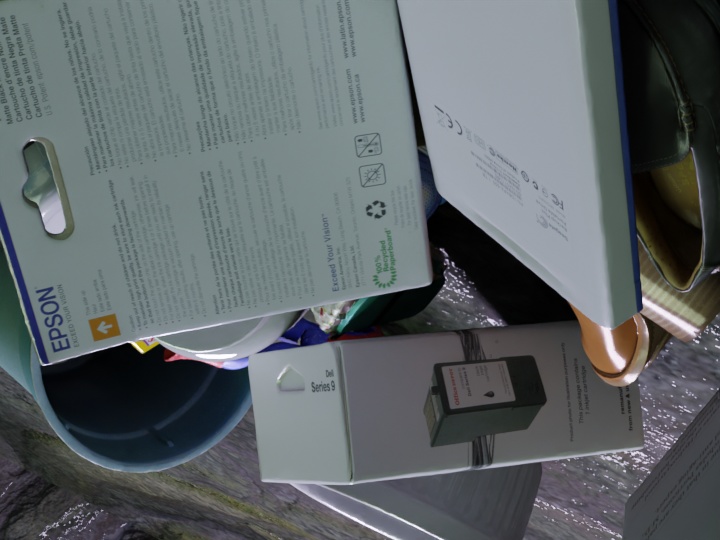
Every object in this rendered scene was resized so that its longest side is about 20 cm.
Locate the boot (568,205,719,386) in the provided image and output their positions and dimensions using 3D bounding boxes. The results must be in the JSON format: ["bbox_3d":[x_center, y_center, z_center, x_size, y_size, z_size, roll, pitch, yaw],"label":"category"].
[{"bbox_3d":[0.106,-0.015,0.847,0.155,0.077,0.200,38,176,5],"label":"boot"}]

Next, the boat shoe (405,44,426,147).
[{"bbox_3d":[-0.042,-0.126,0.798,0.200,0.075,0.068,27,-170,-13],"label":"boat shoe"}]

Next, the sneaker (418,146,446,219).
[{"bbox_3d":[-0.043,-0.081,0.866,0.200,0.089,0.079,31,161,3],"label":"sneaker"}]

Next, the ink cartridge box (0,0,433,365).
[{"bbox_3d":[-0.074,-0.061,0.751,0.041,0.200,0.200,-109,9,-54],"label":"ink cartridge box"}]

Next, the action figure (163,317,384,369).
[{"bbox_3d":[-0.031,0.044,1.169,0.200,0.065,0.099,11,151,-22],"label":"action figure"}]

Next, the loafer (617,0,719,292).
[{"bbox_3d":[0.122,-0.068,0.683,0.073,0.072,0.200,10,152,48],"label":"loafer"}]

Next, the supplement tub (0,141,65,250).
[{"bbox_3d":[-0.178,-0.117,0.837,0.200,0.122,0.123,58,163,9],"label":"supplement tub"}]

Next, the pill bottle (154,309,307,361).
[{"bbox_3d":[-0.085,-0.003,0.990,0.114,0.114,0.200,30,-176,1],"label":"pill bottle"}]

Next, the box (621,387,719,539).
[{"bbox_3d":[0.249,0.132,0.730,0.199,0.171,0.200,31,117,-3],"label":"box"}]

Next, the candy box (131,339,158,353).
[{"bbox_3d":[-0.183,-0.048,1.052,0.102,0.026,0.200,47,-165,-55],"label":"candy box"}]

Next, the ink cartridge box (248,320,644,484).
[{"bbox_3d":[0.048,0.081,0.992,0.200,0.084,0.146,-3,175,-25],"label":"ink cartridge box"}]

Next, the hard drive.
[{"bbox_3d":[0.061,-0.083,0.666,0.132,0.025,0.200,43,157,41],"label":"hard drive"}]

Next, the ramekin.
[{"bbox_3d":[0.048,0.158,1.278,0.200,0.105,0.200,25,167,6],"label":"ramekin"}]

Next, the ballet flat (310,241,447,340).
[{"bbox_3d":[0.000,0.000,0.960,0.064,0.076,0.200,44,-173,10],"label":"ballet flat"}]

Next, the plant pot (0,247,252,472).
[{"bbox_3d":[-0.202,0.035,1.261,0.200,0.200,0.196,43,164,-33],"label":"plant pot"}]
